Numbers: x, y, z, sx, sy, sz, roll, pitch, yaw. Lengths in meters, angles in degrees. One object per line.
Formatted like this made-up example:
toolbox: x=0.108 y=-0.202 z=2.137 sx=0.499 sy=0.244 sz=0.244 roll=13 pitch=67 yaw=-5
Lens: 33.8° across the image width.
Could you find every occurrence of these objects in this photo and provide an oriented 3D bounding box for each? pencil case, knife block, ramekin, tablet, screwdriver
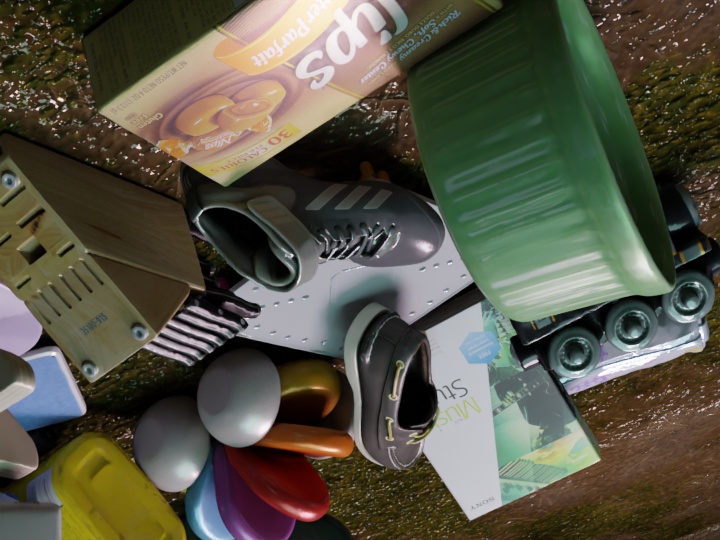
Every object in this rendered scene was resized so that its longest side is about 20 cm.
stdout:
pencil case: x=0.230 y=0.069 z=1.140 sx=0.197 sy=0.091 sz=0.084 roll=-21 pitch=109 yaw=0
knife block: x=-0.154 y=-0.019 z=0.778 sx=0.064 sy=0.176 sz=0.201 roll=-32 pitch=105 yaw=24
ramekin: x=0.106 y=-0.069 z=0.698 sx=0.096 sy=0.203 sz=0.200 roll=-20 pitch=154 yaw=20
tablet: x=-0.325 y=0.111 z=0.938 sx=0.197 sy=0.014 sz=0.131 roll=-15 pitch=152 yaw=-9
screwdriver: x=-0.337 y=0.190 z=1.061 sx=0.029 sy=0.028 sz=0.199 roll=37 pitch=124 yaw=-25

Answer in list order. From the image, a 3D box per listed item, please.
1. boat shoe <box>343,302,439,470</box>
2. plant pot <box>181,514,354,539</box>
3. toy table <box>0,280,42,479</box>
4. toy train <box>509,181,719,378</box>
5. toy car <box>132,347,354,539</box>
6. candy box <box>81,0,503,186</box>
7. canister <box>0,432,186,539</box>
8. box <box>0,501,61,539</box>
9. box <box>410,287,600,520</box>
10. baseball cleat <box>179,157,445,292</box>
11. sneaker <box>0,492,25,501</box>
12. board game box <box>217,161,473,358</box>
boat shoe: x=0.033 y=0.113 z=0.999 sx=0.072 sy=0.060 sz=0.203 roll=-49 pitch=147 yaw=-28
plant pot: x=-0.129 y=0.369 z=1.361 sx=0.194 sy=0.203 sz=0.200 roll=20 pitch=135 yaw=-40
toy table: x=-0.285 y=0.065 z=0.768 sx=0.183 sy=0.118 sz=0.199 roll=-37 pitch=147 yaw=30
toy train: x=0.205 y=0.007 z=0.992 sx=0.198 sy=0.085 sz=0.115 roll=-27 pitch=108 yaw=6
toy car: x=-0.089 y=0.169 z=1.047 sx=0.199 sy=0.152 sz=0.174 roll=-34 pitch=149 yaw=28
candy box: x=-0.036 y=-0.133 z=0.634 sx=0.198 sy=0.056 sz=0.115 roll=-31 pitch=151 yaw=20
canister: x=-0.261 y=0.240 z=1.052 sx=0.199 sy=0.149 sz=0.087 roll=-33 pitch=-171 yaw=39
box: x=-0.324 y=0.236 z=0.808 sx=0.197 sy=0.133 sz=0.198 roll=6 pitch=161 yaw=-29
box: x=0.112 y=0.122 z=1.086 sx=0.143 sy=0.036 sz=0.201 roll=-28 pitch=111 yaw=18
baseball cleat: x=-0.025 y=-0.019 z=0.763 sx=0.197 sy=0.107 sz=0.070 roll=14 pitch=130 yaw=-26
sneaker: x=-0.281 y=0.265 z=0.968 sx=0.077 sy=0.201 sz=0.085 roll=-37 pitch=-177 yaw=38
board game box: x=0.000 y=0.000 z=0.932 sx=0.199 sy=0.026 sz=0.199 roll=-36 pitch=149 yaw=29
